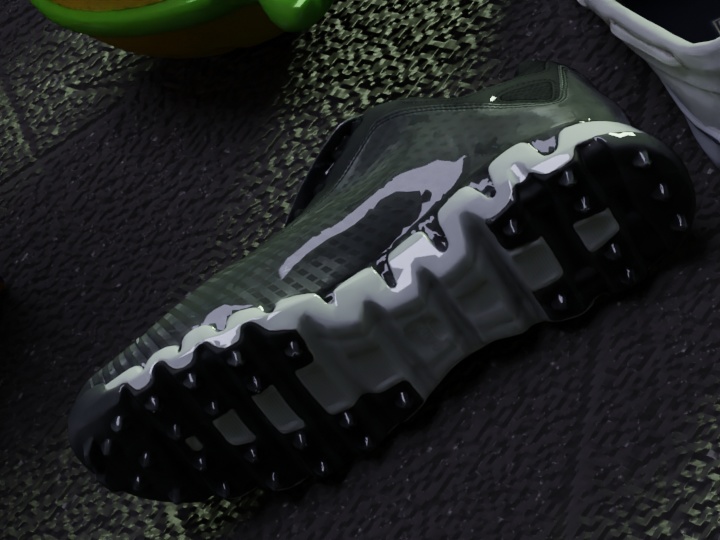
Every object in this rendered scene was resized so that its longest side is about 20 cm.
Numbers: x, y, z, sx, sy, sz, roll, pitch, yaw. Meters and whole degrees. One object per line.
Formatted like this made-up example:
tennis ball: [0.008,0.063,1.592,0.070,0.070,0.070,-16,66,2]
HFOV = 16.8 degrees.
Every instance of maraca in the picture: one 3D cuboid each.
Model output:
maraca: [-0.043,-0.132,0.859,0.199,0.107,0.137,11,59,44]

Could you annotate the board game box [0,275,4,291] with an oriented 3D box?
board game box: [-0.277,0.003,0.803,0.199,0.200,0.200,18,64,24]

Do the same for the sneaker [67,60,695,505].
sneaker: [0.000,0.000,0.736,0.199,0.067,0.091,-29,37,7]

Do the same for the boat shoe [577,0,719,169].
boat shoe: [0.091,-0.105,0.759,0.072,0.066,0.200,-31,40,11]
